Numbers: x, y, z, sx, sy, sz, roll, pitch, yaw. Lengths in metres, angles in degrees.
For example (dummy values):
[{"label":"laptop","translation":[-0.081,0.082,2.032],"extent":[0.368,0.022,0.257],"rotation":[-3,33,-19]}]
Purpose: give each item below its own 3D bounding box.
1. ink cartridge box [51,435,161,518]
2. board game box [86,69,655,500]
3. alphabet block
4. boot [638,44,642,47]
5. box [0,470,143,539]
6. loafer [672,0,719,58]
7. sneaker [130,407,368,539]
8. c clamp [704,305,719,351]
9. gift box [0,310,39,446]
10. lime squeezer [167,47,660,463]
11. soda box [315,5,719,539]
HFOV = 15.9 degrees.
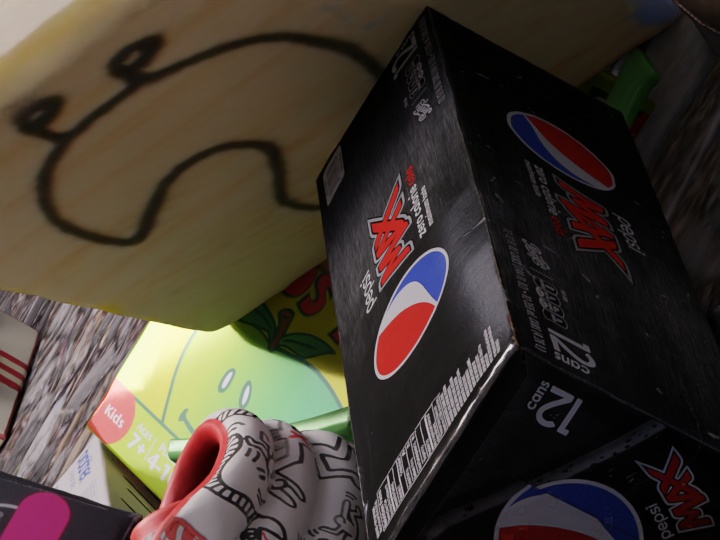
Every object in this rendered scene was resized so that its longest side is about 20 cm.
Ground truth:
[{"label":"ink cartridge box","translation":[-0.058,0.119,0.825],"extent":[0.044,0.094,0.200],"rotation":[-49,13,3]},{"label":"board game box","translation":[0.000,0.000,0.859],"extent":[0.102,0.048,0.201],"rotation":[39,103,37]},{"label":"alphabet block","translation":[-0.057,-0.121,0.776],"extent":[0.200,0.195,0.197],"rotation":[-34,62,26]},{"label":"boot","translation":[0.064,-0.148,0.969],"extent":[0.186,0.064,0.201],"rotation":[-15,45,40]},{"label":"box","translation":[-0.121,0.149,0.665],"extent":[0.200,0.106,0.123],"rotation":[91,-160,-50]},{"label":"loafer","translation":[0.117,-0.075,0.560],"extent":[0.200,0.071,0.073],"rotation":[8,68,62]},{"label":"sneaker","translation":[-0.011,0.118,0.567],"extent":[0.067,0.108,0.202],"rotation":[-53,21,40]},{"label":"c clamp","translation":[0.064,0.054,0.664],"extent":[0.200,0.027,0.171],"rotation":[-39,29,57]},{"label":"gift box","translation":[-0.369,0.093,1.958],"extent":[0.187,0.199,0.185],"rotation":[-53,19,24]},{"label":"lime squeezer","translation":[0.022,0.019,0.783],"extent":[0.200,0.071,0.038],"rotation":[-40,-26,15]},{"label":"soda box","translation":[0.038,0.010,0.634],"extent":[0.063,0.071,0.200],"rotation":[-56,18,21]}]
